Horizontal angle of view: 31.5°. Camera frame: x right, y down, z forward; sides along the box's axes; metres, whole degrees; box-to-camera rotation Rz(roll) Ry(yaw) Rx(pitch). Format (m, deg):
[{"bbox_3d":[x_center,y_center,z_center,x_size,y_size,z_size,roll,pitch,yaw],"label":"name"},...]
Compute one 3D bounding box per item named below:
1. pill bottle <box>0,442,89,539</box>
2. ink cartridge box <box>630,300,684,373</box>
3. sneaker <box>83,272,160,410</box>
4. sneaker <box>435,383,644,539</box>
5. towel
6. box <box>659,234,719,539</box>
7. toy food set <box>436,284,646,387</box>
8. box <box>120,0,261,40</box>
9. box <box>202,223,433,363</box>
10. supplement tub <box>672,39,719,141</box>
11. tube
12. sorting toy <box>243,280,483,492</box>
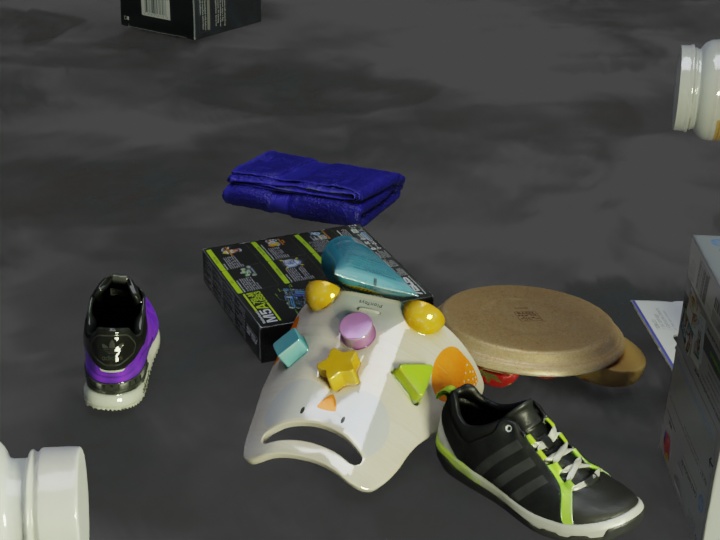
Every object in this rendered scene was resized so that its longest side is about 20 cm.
[{"bbox_3d":[-0.298,0.177,0.912,0.197,0.116,0.115,-3,25,-8],"label":"pill bottle"},{"bbox_3d":[0.377,0.088,1.210,0.197,0.047,0.198,-3,27,-4],"label":"ink cartridge box"},{"bbox_3d":[-0.228,0.042,1.220,0.069,0.101,0.201,-1,25,-8],"label":"sneaker"},{"bbox_3d":[0.135,0.148,1.023,0.199,0.084,0.071,20,31,36],"label":"sneaker"},{"bbox_3d":[-0.058,-0.111,1.620,0.198,0.050,0.148,12,28,22],"label":"towel"},{"bbox_3d":[0.280,0.096,0.998,0.041,0.202,0.156,3,25,-1],"label":"box"},{"bbox_3d":[0.161,0.065,1.238,0.198,0.049,0.198,-8,24,-28],"label":"toy food set"},{"bbox_3d":[-0.324,-0.527,2.432,0.195,0.119,0.199,17,28,31],"label":"box"},{"bbox_3d":[-0.049,0.018,1.346,0.191,0.048,0.200,-12,29,-21],"label":"box"},{"bbox_3d":[0.555,-0.256,1.832,0.197,0.146,0.145,6,25,10],"label":"supplement tub"},{"bbox_3d":[0.000,0.000,1.203,0.077,0.051,0.200,10,4,-9],"label":"tube"},{"bbox_3d":[-0.014,0.112,1.112,0.198,0.108,0.181,10,44,20],"label":"sorting toy"}]
